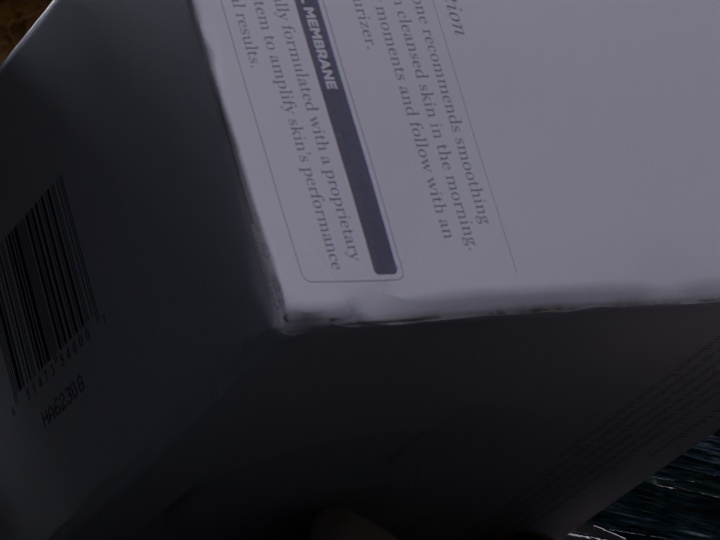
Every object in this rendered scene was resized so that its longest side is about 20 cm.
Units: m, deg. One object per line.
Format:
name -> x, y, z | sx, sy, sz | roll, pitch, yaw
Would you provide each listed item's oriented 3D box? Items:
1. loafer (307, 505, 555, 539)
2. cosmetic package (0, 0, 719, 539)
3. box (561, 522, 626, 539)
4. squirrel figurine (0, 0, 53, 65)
loafer -> 0.042, 0.099, 0.796 | 0.072, 0.063, 0.200 | 14, 3, 33
cosmetic package -> 0.000, 0.000, 0.763 | 0.199, 0.124, 0.199 | -1, -26, -35
box -> -0.019, 0.088, 0.952 | 0.199, 0.050, 0.160 | 11, 0, -22
squirrel figurine -> -0.071, -0.135, 0.796 | 0.186, 0.142, 0.200 | 24, -23, -14
